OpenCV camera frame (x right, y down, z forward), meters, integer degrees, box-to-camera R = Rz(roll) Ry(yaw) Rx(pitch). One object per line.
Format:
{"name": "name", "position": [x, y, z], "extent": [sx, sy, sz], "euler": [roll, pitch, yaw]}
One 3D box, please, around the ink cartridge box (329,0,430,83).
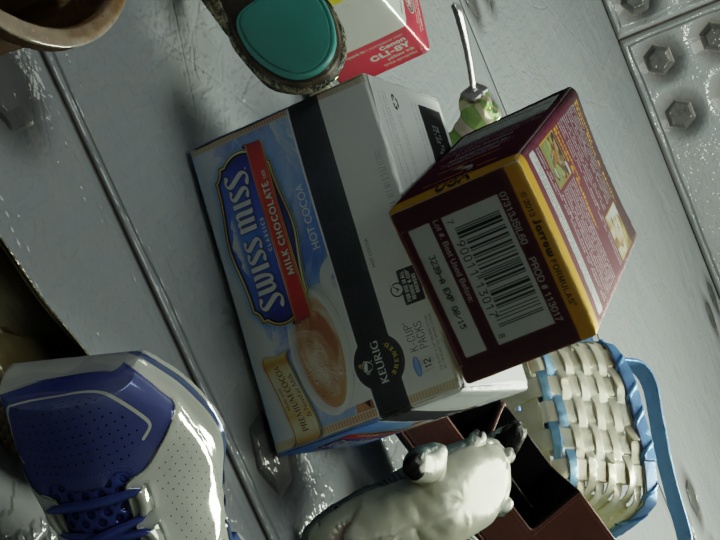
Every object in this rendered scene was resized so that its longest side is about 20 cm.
{"name": "ink cartridge box", "position": [-0.032, -0.255, 1.298], "extent": [0.200, 0.083, 0.147], "euler": [38, 37, -57]}

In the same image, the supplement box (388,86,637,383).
{"name": "supplement box", "position": [0.098, -0.027, 1.020], "extent": [0.111, 0.085, 0.200], "euler": [65, 21, -9]}

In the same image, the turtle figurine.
{"name": "turtle figurine", "position": [0.037, -0.128, 1.276], "extent": [0.194, 0.142, 0.203], "euler": [-7, 81, -74]}

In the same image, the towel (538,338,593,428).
{"name": "towel", "position": [0.187, 0.083, 1.623], "extent": [0.113, 0.048, 0.200], "euler": [69, 19, -5]}

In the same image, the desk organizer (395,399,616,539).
{"name": "desk organizer", "position": [0.097, 0.146, 1.177], "extent": [0.201, 0.077, 0.072], "euler": [53, -4, -13]}

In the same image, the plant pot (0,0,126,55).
{"name": "plant pot", "position": [-0.205, -0.127, 0.520], "extent": [0.201, 0.196, 0.202], "euler": [55, 24, -38]}

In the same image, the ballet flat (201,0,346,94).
{"name": "ballet flat", "position": [-0.062, -0.164, 1.083], "extent": [0.200, 0.067, 0.076], "euler": [52, -12, 34]}

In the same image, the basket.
{"name": "basket", "position": [0.185, 0.143, 1.386], "extent": [0.198, 0.139, 0.178], "euler": [11, 55, -32]}

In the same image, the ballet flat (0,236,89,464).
{"name": "ballet flat", "position": [-0.155, 0.019, 0.742], "extent": [0.201, 0.046, 0.068], "euler": [59, 22, -29]}

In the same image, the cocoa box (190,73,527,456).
{"name": "cocoa box", "position": [0.000, 0.000, 1.058], "extent": [0.133, 0.130, 0.202], "euler": [6, 65, -67]}

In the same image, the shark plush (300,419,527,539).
{"name": "shark plush", "position": [0.047, 0.123, 1.053], "extent": [0.200, 0.083, 0.092], "euler": [-44, 117, -48]}

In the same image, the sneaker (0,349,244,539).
{"name": "sneaker", "position": [-0.091, 0.136, 0.723], "extent": [0.116, 0.079, 0.201], "euler": [-85, 162, -48]}

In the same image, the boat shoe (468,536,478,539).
{"name": "boat shoe", "position": [0.053, 0.202, 1.096], "extent": [0.073, 0.070, 0.200], "euler": [68, 18, -4]}
